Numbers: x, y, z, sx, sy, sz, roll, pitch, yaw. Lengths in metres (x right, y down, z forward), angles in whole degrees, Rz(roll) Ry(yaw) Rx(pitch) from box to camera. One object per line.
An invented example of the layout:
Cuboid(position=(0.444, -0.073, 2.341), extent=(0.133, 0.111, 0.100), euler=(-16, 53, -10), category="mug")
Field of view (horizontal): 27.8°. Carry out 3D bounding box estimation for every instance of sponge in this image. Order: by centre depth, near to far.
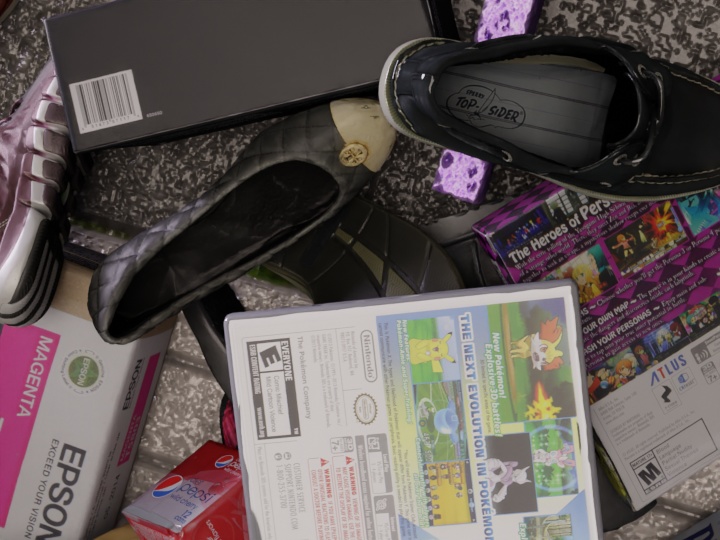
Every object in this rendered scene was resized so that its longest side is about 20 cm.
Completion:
Cuboid(position=(0.081, -0.136, 0.795), extent=(0.030, 0.112, 0.200), euler=(17, 98, 6), category="sponge")

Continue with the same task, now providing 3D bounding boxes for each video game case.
Cuboid(position=(0.030, 0.112, 0.749), extent=(0.182, 0.022, 0.200), euler=(-6, 94, 8), category="video game case")
Cuboid(position=(0.187, 0.003, 0.783), extent=(0.200, 0.036, 0.181), euler=(-32, 106, -5), category="video game case")

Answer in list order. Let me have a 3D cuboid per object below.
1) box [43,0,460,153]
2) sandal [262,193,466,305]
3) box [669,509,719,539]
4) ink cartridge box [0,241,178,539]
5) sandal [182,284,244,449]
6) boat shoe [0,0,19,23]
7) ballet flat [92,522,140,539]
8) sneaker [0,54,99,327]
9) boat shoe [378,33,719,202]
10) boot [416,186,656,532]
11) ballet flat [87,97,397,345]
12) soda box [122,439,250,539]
Cuboid(position=(-0.051, -0.123, 0.803), extent=(0.200, 0.141, 0.079), euler=(-12, 92, 10), category="box")
Cuboid(position=(0.000, -0.001, 0.822), extent=(0.080, 0.057, 0.201), euler=(-49, 49, 3), category="sandal")
Cuboid(position=(0.182, 0.225, 0.776), extent=(0.200, 0.184, 0.105), euler=(-34, 95, 11), category="box")
Cuboid(position=(-0.216, 0.078, 0.885), extent=(0.165, 0.075, 0.200), euler=(18, 98, 8), category="ink cartridge box")
Cuboid(position=(-0.058, 0.095, 0.866), extent=(0.045, 0.075, 0.200), euler=(-33, 82, 16), category="sandal")
Cuboid(position=(-0.278, -0.124, 0.880), extent=(0.071, 0.063, 0.200), euler=(41, 102, 1), category="boat shoe")
Cuboid(position=(-0.150, 0.190, 0.827), extent=(0.200, 0.063, 0.069), euler=(-15, 103, -30), category="ballet flat")
Cuboid(position=(-0.216, -0.069, 0.830), extent=(0.115, 0.076, 0.200), euler=(9, 61, 5), category="sneaker")
Cuboid(position=(0.112, -0.076, 0.703), extent=(0.199, 0.066, 0.075), euler=(14, 91, -12), category="boat shoe")
Cuboid(position=(0.127, 0.049, 0.830), extent=(0.165, 0.066, 0.200), euler=(-18, 90, 18), category="boot")
Cuboid(position=(-0.061, -0.023, 0.785), extent=(0.200, 0.057, 0.066), euler=(-35, 124, 10), category="ballet flat")
Cuboid(position=(-0.051, 0.198, 0.832), extent=(0.070, 0.063, 0.200), euler=(-38, 116, -27), category="soda box")
